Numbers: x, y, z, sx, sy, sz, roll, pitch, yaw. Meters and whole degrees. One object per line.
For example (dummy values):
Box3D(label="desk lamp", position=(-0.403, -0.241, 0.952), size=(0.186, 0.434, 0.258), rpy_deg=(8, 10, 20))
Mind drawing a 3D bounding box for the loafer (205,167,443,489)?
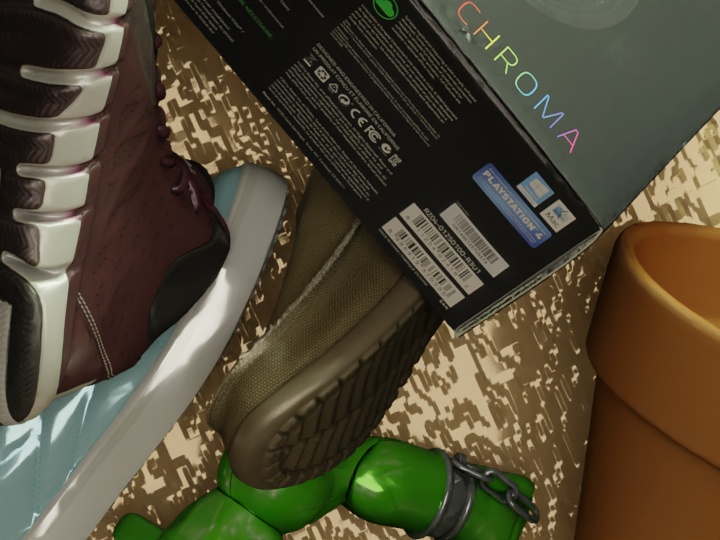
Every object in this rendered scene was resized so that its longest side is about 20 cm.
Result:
Box3D(label="loafer", position=(0.000, 0.000, 1.024), size=(0.067, 0.076, 0.200), rpy_deg=(32, 47, 13))

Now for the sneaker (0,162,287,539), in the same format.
Box3D(label="sneaker", position=(-0.105, 0.034, 1.034), size=(0.082, 0.074, 0.201), rpy_deg=(36, 86, -11))

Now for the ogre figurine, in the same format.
Box3D(label="ogre figurine", position=(-0.033, 0.134, 1.038), size=(0.120, 0.098, 0.200), rpy_deg=(38, 101, -23))

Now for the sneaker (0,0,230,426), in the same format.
Box3D(label="sneaker", position=(-0.086, -0.053, 0.964), size=(0.075, 0.115, 0.201), rpy_deg=(21, 108, 31))

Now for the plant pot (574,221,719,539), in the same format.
Box3D(label="plant pot", position=(0.159, 0.086, 1.020), size=(0.199, 0.200, 0.141), rpy_deg=(18, 106, -7))

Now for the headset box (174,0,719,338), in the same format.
Box3D(label="headset box", position=(0.054, -0.111, 1.001), size=(0.174, 0.093, 0.200), rpy_deg=(50, 49, -3))
